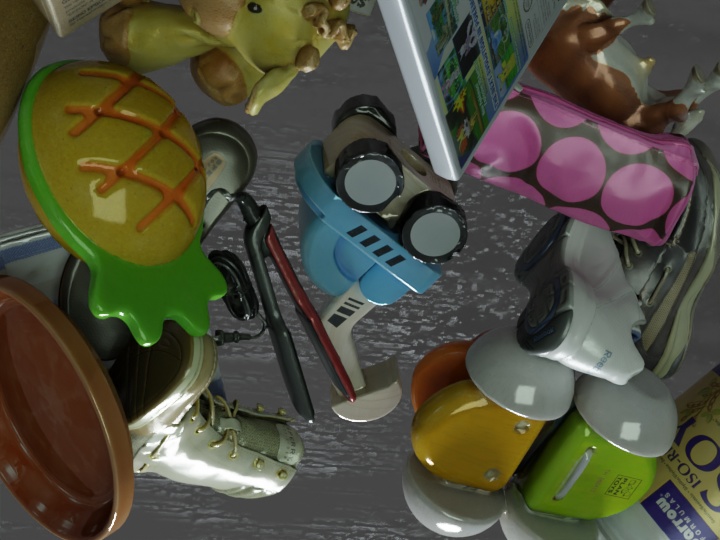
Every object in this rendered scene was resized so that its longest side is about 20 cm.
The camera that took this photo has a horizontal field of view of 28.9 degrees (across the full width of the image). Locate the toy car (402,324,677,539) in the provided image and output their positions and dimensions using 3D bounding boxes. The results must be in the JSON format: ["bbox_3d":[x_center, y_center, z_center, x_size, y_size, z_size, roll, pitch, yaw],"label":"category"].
[{"bbox_3d":[0.129,0.115,1.072,0.200,0.150,0.175,19,119,-16],"label":"toy car"}]

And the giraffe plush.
[{"bbox_3d":[-0.068,-0.177,0.910,0.200,0.162,0.173,0,111,-12],"label":"giraffe plush"}]

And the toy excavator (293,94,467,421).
[{"bbox_3d":[0.000,0.000,1.047,0.194,0.100,0.200,38,113,-24],"label":"toy excavator"}]

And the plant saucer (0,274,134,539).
[{"bbox_3d":[-0.221,0.096,0.982,0.032,0.200,0.200,-28,120,-38],"label":"plant saucer"}]

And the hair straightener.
[{"bbox_3d":[-0.071,0.030,0.994,0.077,0.041,0.200,-29,120,-12],"label":"hair straightener"}]

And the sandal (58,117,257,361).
[{"bbox_3d":[-0.142,-0.018,0.991,0.082,0.055,0.200,39,97,-26],"label":"sandal"}]

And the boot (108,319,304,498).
[{"bbox_3d":[-0.106,0.106,1.007,0.155,0.072,0.200,18,145,-24],"label":"boot"}]

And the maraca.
[{"bbox_3d":[-0.153,-0.047,0.907,0.137,0.107,0.200,-11,75,-47],"label":"maraca"}]

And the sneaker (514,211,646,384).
[{"bbox_3d":[0.164,0.016,1.025,0.087,0.200,0.075,33,124,-12],"label":"sneaker"}]

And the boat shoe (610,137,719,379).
[{"bbox_3d":[0.229,-0.006,1.095,0.073,0.075,0.200,3,109,-14],"label":"boat shoe"}]

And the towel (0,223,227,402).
[{"bbox_3d":[-0.187,0.047,1.050,0.147,0.024,0.200,-16,116,-8],"label":"towel"}]

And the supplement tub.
[{"bbox_3d":[0.278,0.181,1.140,0.200,0.145,0.145,-40,114,4],"label":"supplement tub"}]

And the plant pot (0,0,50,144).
[{"bbox_3d":[-0.285,-0.135,0.885,0.186,0.186,0.200,41,82,-23],"label":"plant pot"}]

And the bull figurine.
[{"bbox_3d":[0.173,-0.157,1.018,0.121,0.065,0.200,-25,128,34],"label":"bull figurine"}]

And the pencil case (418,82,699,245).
[{"bbox_3d":[0.141,-0.090,0.989,0.200,0.091,0.094,19,127,-10],"label":"pencil case"}]

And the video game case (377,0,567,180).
[{"bbox_3d":[0.078,-0.180,0.855,0.182,0.022,0.200,-58,154,-19],"label":"video game case"}]

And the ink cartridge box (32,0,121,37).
[{"bbox_3d":[-0.169,-0.264,0.827,0.165,0.075,0.200,-36,74,-12],"label":"ink cartridge box"}]
